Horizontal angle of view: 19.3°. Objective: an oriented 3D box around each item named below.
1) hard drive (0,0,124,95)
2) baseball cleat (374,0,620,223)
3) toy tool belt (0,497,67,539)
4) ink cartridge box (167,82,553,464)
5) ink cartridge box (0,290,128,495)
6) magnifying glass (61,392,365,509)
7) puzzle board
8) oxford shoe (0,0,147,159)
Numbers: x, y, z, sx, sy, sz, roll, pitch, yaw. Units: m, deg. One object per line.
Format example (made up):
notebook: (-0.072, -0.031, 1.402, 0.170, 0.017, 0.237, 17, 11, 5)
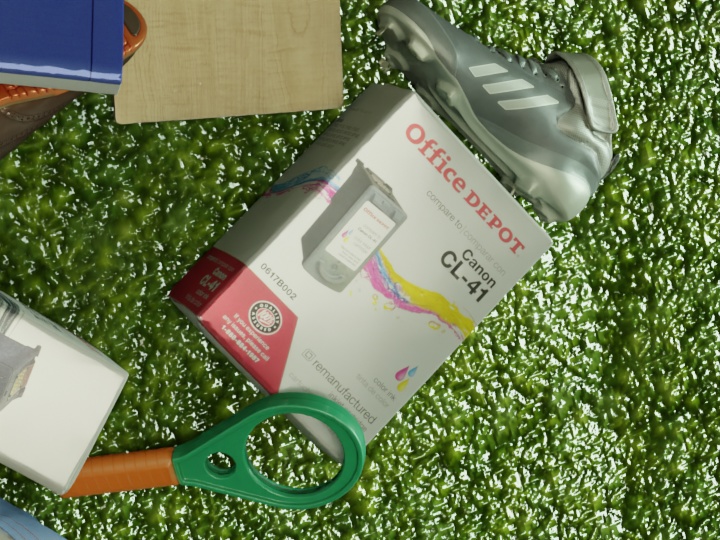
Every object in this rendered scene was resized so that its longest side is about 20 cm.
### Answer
hard drive: (-0.238, -0.175, 1.241, 0.199, 0.025, 0.133, 5, 66, -15)
baseball cleat: (0.094, -0.124, 1.384, 0.107, 0.070, 0.200, -49, 119, -13)
toy tool belt: (-0.219, 0.178, 1.285, 0.200, 0.125, 0.123, 35, 57, 2)
ink cartridge box: (0.000, 0.000, 1.355, 0.200, 0.086, 0.148, -46, 109, -5)
ink cartridge box: (-0.250, 0.039, 1.244, 0.199, 0.145, 0.085, 32, 86, -20)
magnifying glass: (-0.095, 0.119, 1.328, 0.199, 0.022, 0.080, -9, 120, 10)
puzzle board: (-0.087, -0.197, 1.332, 0.150, 0.017, 0.201, -5, 99, -16)
oxford shoe: (-0.220, -0.106, 1.280, 0.199, 0.073, 0.071, -26, 64, -18)
